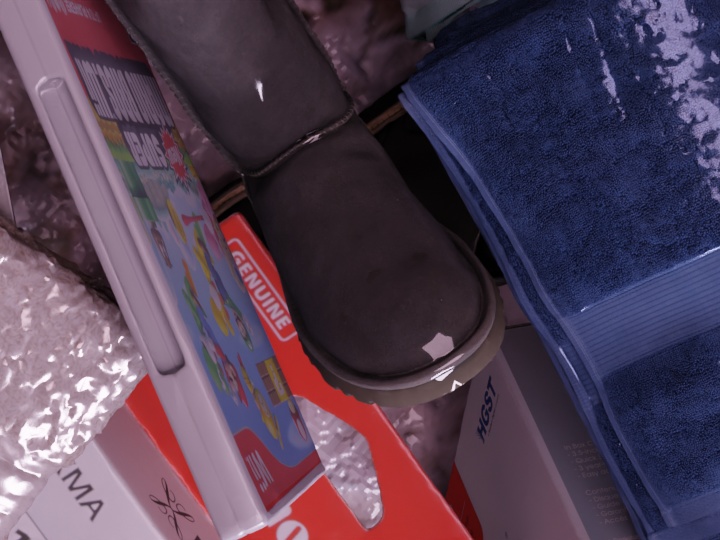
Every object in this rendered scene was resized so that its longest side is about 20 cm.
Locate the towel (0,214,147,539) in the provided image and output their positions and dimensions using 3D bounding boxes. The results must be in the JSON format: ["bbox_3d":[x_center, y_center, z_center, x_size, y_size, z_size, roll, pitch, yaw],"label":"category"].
[{"bbox_3d":[-0.167,0.020,0.684,0.200,0.034,0.133,36,97,-31],"label":"towel"}]

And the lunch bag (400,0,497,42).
[{"bbox_3d":[0.088,-0.183,0.793,0.199,0.122,0.172,-15,80,20],"label":"lunch bag"}]

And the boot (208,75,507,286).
[{"bbox_3d":[0.000,0.000,0.845,0.200,0.138,0.078,-43,113,-3],"label":"boot"}]

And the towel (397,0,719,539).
[{"bbox_3d":[0.103,-0.005,0.751,0.111,0.049,0.201,-24,99,27],"label":"towel"}]

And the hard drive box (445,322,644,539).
[{"bbox_3d":[0.102,0.140,0.860,0.076,0.201,0.157,-8,136,-17],"label":"hard drive box"}]

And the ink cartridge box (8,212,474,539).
[{"bbox_3d":[-0.060,0.107,0.842,0.173,0.044,0.201,-33,98,22],"label":"ink cartridge box"}]

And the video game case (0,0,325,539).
[{"bbox_3d":[-0.066,-0.015,0.743,0.017,0.143,0.201,-23,89,6],"label":"video game case"}]

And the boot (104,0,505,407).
[{"bbox_3d":[-0.037,-0.069,0.731,0.072,0.182,0.201,-32,131,-8],"label":"boot"}]

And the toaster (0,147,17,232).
[{"bbox_3d":[-0.209,-0.054,0.727,0.179,0.119,0.202,-14,112,-17],"label":"toaster"}]
